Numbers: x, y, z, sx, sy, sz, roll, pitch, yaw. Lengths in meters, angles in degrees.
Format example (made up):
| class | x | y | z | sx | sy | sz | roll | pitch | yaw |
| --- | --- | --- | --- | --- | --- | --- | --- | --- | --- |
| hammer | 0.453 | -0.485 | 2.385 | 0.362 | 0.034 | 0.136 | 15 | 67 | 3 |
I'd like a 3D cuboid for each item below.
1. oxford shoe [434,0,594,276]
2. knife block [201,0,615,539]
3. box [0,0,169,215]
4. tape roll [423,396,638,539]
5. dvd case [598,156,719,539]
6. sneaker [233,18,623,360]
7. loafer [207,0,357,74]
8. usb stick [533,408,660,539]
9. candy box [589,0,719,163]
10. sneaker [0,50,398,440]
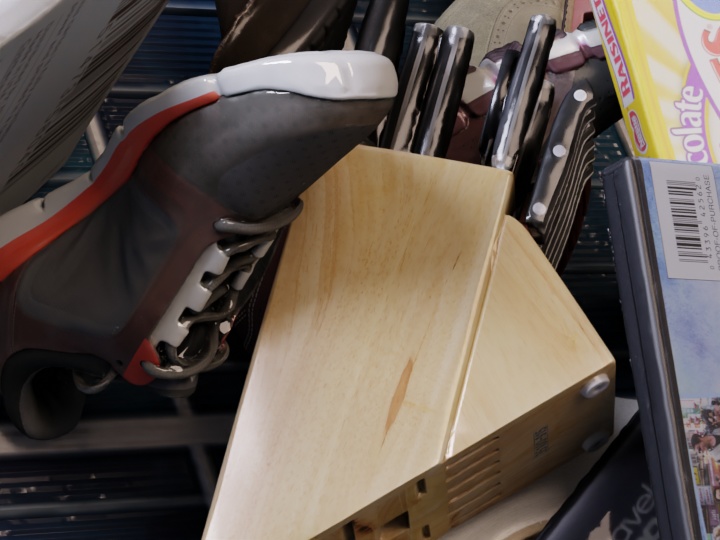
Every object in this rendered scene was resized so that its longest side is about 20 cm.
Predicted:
| class | x | y | z | sx | sy | sz | roll | pitch | yaw |
| --- | --- | --- | --- | --- | --- | --- | --- | --- | --- |
| oxford shoe | 0.057 | -0.062 | 1.157 | 0.074 | 0.071 | 0.200 | 7 | 51 | 11 |
| knife block | 0.000 | 0.000 | 0.971 | 0.200 | 0.064 | 0.176 | -30 | 65 | -10 |
| box | -0.169 | -0.101 | 0.923 | 0.171 | 0.199 | 0.200 | 42 | 44 | 3 |
| tape roll | 0.078 | 0.137 | 0.963 | 0.202 | 0.037 | 0.204 | 2 | 59 | -3 |
| dvd case | 0.172 | 0.037 | 0.968 | 0.199 | 0.018 | 0.143 | 3 | 71 | -34 |
| sneaker | 0.041 | -0.010 | 1.057 | 0.199 | 0.076 | 0.116 | -21 | 79 | -3 |
| loafer | -0.034 | -0.115 | 1.127 | 0.071 | 0.073 | 0.200 | 18 | 37 | 0 |
| usb stick | 0.080 | 0.100 | 0.940 | 0.055 | 0.033 | 0.200 | 37 | 65 | 9 |
| candy box | 0.144 | -0.059 | 1.030 | 0.102 | 0.026 | 0.201 | -14 | 80 | -13 |
| sneaker | -0.053 | -0.004 | 0.937 | 0.077 | 0.200 | 0.082 | -4 | 69 | -45 |
